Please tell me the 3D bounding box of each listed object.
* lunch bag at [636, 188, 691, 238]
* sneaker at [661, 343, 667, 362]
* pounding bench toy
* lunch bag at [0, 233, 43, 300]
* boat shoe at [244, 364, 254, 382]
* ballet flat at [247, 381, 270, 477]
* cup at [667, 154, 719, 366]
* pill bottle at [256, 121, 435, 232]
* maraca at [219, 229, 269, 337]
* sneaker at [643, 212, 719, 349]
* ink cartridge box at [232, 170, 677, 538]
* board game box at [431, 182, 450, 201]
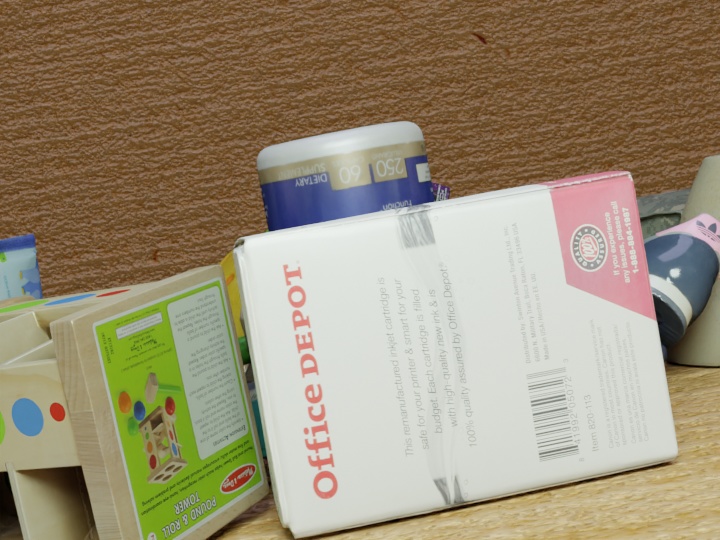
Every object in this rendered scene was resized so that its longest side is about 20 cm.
[{"bbox_3d":[0.289,-0.018,1.289,0.164,0.118,0.200,-13,9,-33],"label":"lunch bag"},{"bbox_3d":[0.120,0.046,0.947,0.074,0.083,0.200,-11,5,-44],"label":"sneaker"},{"bbox_3d":[-0.137,0.071,0.720,0.155,0.125,0.200,-8,8,28],"label":"pounding bench toy"},{"bbox_3d":[-0.285,0.077,0.803,0.127,0.171,0.200,-7,5,32],"label":"lunch bag"},{"bbox_3d":[-0.155,0.095,1.059,0.200,0.072,0.067,-18,-39,39],"label":"boat shoe"},{"bbox_3d":[-0.084,0.103,0.813,0.199,0.076,0.064,-3,-26,26],"label":"ballet flat"},{"bbox_3d":[0.311,-0.020,0.990,0.199,0.144,0.200,-10,2,0],"label":"cup"},{"bbox_3d":[0.002,0.007,0.919,0.115,0.201,0.116,-11,3,1],"label":"pill bottle"},{"bbox_3d":[-0.074,0.036,1.135,0.106,0.138,0.200,6,-5,0],"label":"maraca"},{"bbox_3d":[0.205,0.015,0.964,0.082,0.070,0.200,-52,2,-13],"label":"sneaker"},{"bbox_3d":[0.043,0.038,0.687,0.199,0.147,0.083,-10,2,-9],"label":"ink cartridge box"},{"bbox_3d":[0.000,0.000,1.043,0.120,0.201,0.032,12,-39,-3],"label":"board game box"}]
